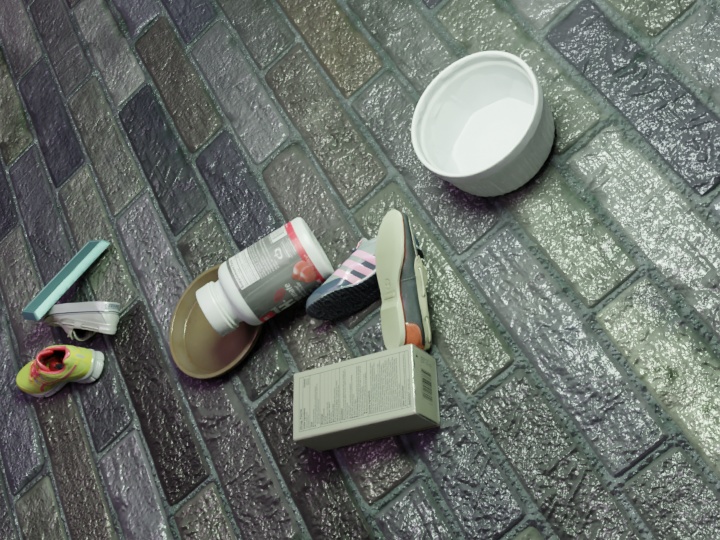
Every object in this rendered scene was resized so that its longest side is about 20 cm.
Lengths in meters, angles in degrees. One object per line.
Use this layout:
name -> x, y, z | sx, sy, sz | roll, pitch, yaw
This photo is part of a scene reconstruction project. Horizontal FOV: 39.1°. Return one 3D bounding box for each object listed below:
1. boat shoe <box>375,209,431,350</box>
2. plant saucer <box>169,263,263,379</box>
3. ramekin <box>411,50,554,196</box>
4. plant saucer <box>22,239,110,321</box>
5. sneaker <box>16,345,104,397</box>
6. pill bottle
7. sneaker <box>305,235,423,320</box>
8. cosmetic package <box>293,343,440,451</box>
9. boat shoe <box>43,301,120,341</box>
boat shoe -> 0.064, 0.015, 1.425 | 0.071, 0.062, 0.202 | -14, 78, 61
plant saucer -> -0.231, 0.084, 1.661 | 0.199, 0.029, 0.201 | -16, 60, 30
ramekin -> 0.183, -0.202, 1.455 | 0.199, 0.105, 0.201 | -16, 60, 29
plant saucer -> -0.544, 0.014, 1.868 | 0.070, 0.019, 0.200 | 0, 45, 50
sneaker -> -0.554, 0.169, 1.809 | 0.199, 0.090, 0.079 | -19, 60, 29
pill bottle -> -0.148, 0.015, 1.556 | 0.199, 0.111, 0.111 | -31, 52, 3
sneaker -> 0.000, 0.000, 1.517 | 0.199, 0.070, 0.082 | -30, 49, 12
cosmetic package -> 0.006, 0.180, 1.416 | 0.199, 0.073, 0.104 | -16, 60, 29
boat shoe -> -0.504, 0.094, 1.827 | 0.199, 0.072, 0.066 | -6, 80, 35
